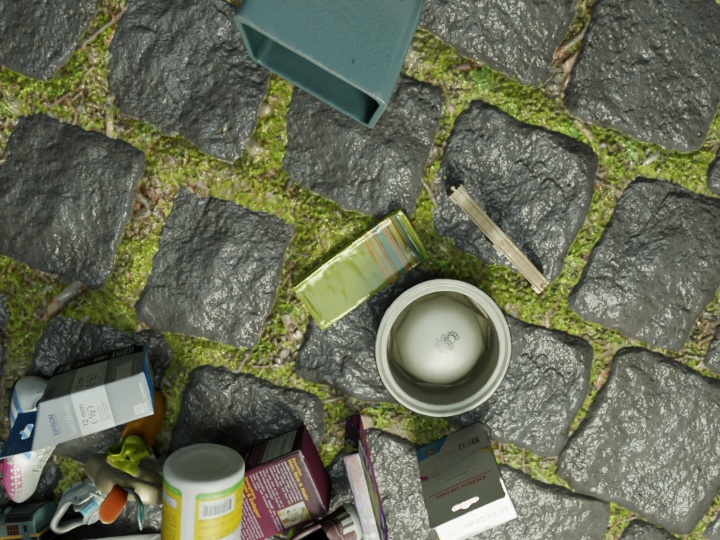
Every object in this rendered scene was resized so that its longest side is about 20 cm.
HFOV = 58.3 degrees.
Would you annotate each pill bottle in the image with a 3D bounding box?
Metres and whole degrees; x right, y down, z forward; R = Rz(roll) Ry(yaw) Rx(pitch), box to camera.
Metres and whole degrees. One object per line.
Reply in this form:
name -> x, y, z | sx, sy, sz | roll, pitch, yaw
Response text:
pill bottle -> -0.219, 0.357, 0.889 | 0.107, 0.111, 0.206 | 5, 101, -1

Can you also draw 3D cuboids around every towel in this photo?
towel -> 0.000, 0.000, 0.943 | 0.198, 0.018, 0.087 | -35, 99, 8

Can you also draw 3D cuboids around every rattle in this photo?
rattle -> -0.300, 0.253, 0.886 | 0.130, 0.200, 0.144 | 40, 74, -1

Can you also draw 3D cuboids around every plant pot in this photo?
plant pot -> -0.016, -0.323, 0.789 | 0.193, 0.196, 0.204 | 28, 92, -6

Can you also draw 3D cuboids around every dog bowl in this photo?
dog bowl -> 0.115, 0.103, 0.937 | 0.194, 0.074, 0.207 | 0, 102, 1

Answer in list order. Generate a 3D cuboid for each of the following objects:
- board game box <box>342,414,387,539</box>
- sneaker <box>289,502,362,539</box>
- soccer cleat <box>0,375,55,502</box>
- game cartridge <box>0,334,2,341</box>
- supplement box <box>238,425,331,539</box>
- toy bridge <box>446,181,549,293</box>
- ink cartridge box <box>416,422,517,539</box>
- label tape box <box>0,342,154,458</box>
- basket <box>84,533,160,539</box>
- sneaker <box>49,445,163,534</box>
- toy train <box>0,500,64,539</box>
board game box -> 0.010, 0.336, 0.967 | 0.031, 0.120, 0.206 | -13, 103, 0
sneaker -> -0.090, 0.425, 0.972 | 0.201, 0.114, 0.076 | -50, 61, 23
soccer cleat -> -0.491, 0.261, 0.977 | 0.084, 0.070, 0.206 | 7, 103, -1
game cartridge -> -0.650, 0.044, 0.949 | 0.172, 0.033, 0.205 | -20, 103, 5
supplement box -> -0.153, 0.336, 0.984 | 0.195, 0.086, 0.113 | -23, 101, 6
toy bridge -> 0.194, -0.045, 0.906 | 0.027, 0.067, 0.200 | -43, 100, 10
ink cartridge box -> 0.149, 0.311, 0.918 | 0.113, 0.200, 0.069 | -25, 102, 6
label tape box -> -0.389, 0.173, 0.893 | 0.194, 0.143, 0.068 | -13, 104, -16
basket -> -0.389, 0.496, 0.963 | 0.196, 0.136, 0.126 | 11, 114, -36
sneaker -> -0.389, 0.342, 0.988 | 0.198, 0.087, 0.076 | -36, 98, 6
toy train -> -0.554, 0.427, 1.009 | 0.194, 0.085, 0.118 | -8, 90, 12
